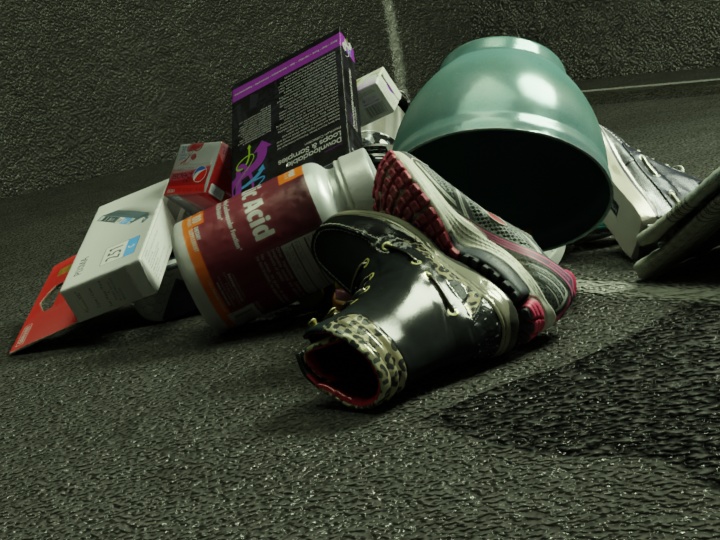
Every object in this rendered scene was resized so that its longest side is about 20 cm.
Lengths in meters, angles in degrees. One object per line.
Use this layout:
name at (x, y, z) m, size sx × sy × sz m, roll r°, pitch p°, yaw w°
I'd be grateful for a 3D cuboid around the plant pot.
plant pot at (0.125, -0.121, 1.220) m, size 0.198 × 0.135 × 0.201 m, roll 4°, pitch -31°, yaw 3°

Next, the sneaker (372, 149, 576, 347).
sneaker at (0.085, -0.023, 1.103) m, size 0.074 × 0.200 × 0.081 m, roll -29°, pitch -24°, yaw -36°

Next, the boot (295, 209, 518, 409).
boot at (0.000, 0.024, 1.039) m, size 0.203 × 0.074 × 0.153 m, roll 30°, pitch 37°, yaw 35°

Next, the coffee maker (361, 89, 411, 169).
coffee maker at (0.028, -0.081, 1.515) m, size 0.134 × 0.192 × 0.201 m, roll -30°, pitch 27°, yaw 16°

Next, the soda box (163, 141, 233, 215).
soda box at (-0.120, -0.066, 1.499) m, size 0.070 × 0.064 × 0.200 m, roll -1°, pitch -25°, yaw 40°

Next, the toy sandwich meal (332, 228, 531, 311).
toy sandwich meal at (0.076, 0.007, 1.191) m, size 0.203 × 0.071 × 0.205 m, roll -10°, pitch 10°, yaw 2°

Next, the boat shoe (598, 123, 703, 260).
boat shoe at (0.279, -0.087, 1.360) m, size 0.092 × 0.075 × 0.201 m, roll -7°, pitch 45°, yaw -16°

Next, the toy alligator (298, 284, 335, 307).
toy alligator at (0.000, 0.000, 1.345) m, size 0.198 × 0.055 × 0.059 m, roll -6°, pitch 11°, yaw 21°

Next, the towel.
towel at (0.346, -0.075, 1.205) m, size 0.192 × 0.035 × 0.200 m, roll -19°, pitch -22°, yaw -39°

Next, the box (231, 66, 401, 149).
box at (-0.049, -0.157, 1.467) m, size 0.199 × 0.042 × 0.039 m, roll -23°, pitch 25°, yaw 29°

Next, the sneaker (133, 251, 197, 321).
sneaker at (-0.148, -0.010, 1.476) m, size 0.201 × 0.078 × 0.146 m, roll -12°, pitch 13°, yaw -8°

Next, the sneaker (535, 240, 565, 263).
sneaker at (0.159, -0.070, 1.330) m, size 0.072 × 0.085 × 0.201 m, roll -10°, pitch 37°, yaw 22°

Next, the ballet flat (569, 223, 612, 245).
ballet flat at (0.208, -0.055, 1.430) m, size 0.199 × 0.073 × 0.072 m, roll -11°, pitch 10°, yaw -3°

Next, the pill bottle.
pill bottle at (-0.067, -0.031, 1.290) m, size 0.199 × 0.115 × 0.114 m, roll -24°, pitch 9°, yaw 4°

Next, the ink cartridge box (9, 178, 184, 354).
ink cartridge box at (-0.280, -0.008, 1.430) m, size 0.175 × 0.045 × 0.200 m, roll -22°, pitch 24°, yaw 12°

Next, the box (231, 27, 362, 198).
box at (-0.068, -0.148, 1.407) m, size 0.142 × 0.036 × 0.201 m, roll -25°, pitch 43°, yaw 21°
